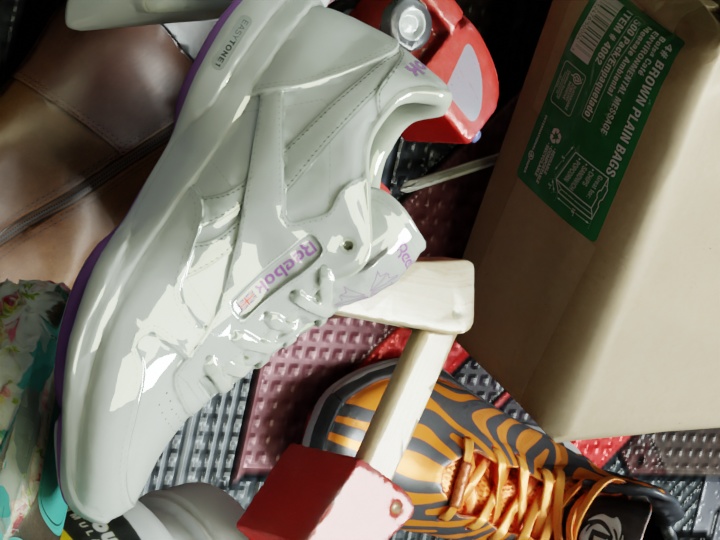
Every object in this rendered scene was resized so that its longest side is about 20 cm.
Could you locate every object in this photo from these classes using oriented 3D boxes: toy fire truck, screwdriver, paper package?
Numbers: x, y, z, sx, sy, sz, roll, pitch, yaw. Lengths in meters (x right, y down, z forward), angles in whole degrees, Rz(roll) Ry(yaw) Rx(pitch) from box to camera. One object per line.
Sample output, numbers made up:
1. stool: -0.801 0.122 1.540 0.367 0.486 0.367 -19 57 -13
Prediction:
1. toy fire truck: 0.000 0.000 1.012 0.141 0.049 0.200 49 67 -28
2. screwdriver: 0.094 -0.056 1.189 0.200 0.028 0.029 -25 105 -36
3. paper package: 0.153 -0.034 1.169 0.190 0.103 0.201 -2 122 -41

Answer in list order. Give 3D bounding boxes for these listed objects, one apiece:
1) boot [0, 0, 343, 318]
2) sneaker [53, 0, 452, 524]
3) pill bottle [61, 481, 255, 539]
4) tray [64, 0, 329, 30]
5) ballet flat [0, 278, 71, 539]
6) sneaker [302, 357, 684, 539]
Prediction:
1. boot: -0.097 0.001 1.011 0.200 0.068 0.189 -46 130 -20
2. sneaker: -0.038 0.001 0.908 0.201 0.099 0.075 -64 171 -6
3. pill bottle: -0.132 0.143 0.997 0.199 0.112 0.113 -14 113 -39
4. tray: -0.032 -0.159 0.897 0.107 0.022 0.201 -6 134 -27
5. ballet flat: -0.137 0.091 0.914 0.076 0.064 0.201 74 20 -51
6. sneaker: 0.072 0.096 1.163 0.200 0.112 0.078 16 93 -44
